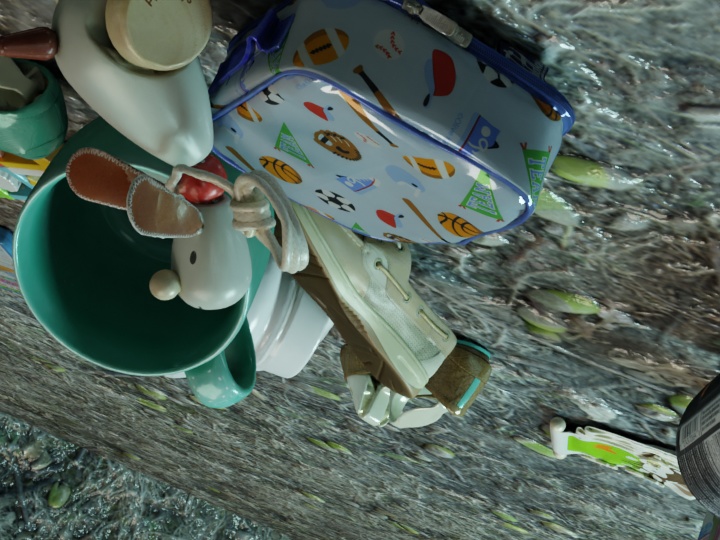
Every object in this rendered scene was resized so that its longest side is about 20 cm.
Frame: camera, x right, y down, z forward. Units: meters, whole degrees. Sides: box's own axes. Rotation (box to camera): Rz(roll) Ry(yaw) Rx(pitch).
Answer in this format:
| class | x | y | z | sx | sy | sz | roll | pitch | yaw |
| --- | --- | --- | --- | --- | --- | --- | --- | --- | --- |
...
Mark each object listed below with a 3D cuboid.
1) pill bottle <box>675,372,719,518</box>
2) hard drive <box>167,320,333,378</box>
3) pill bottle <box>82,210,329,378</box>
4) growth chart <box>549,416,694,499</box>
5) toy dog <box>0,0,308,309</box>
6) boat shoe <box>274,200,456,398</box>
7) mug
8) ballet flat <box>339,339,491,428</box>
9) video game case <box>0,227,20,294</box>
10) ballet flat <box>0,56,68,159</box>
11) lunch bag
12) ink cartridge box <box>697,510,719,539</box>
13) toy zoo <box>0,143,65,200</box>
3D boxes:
| class | x | y | z | sx | sy | sz | roll | pitch | yaw |
| --- | --- | --- | --- | --- | --- | --- | --- | --- | --- |
| pill bottle | 0.264 | 0.093 | 0.967 | 0.106 | 0.106 | 0.200 | 21 | 164 | 3 |
| hard drive | -0.097 | 0.056 | 1.351 | 0.132 | 0.027 | 0.200 | -4 | 165 | -12 |
| pill bottle | -0.126 | 0.002 | 1.148 | 0.200 | 0.114 | 0.114 | 22 | 165 | -17 |
| growth chart | 0.255 | 0.173 | 1.403 | 0.200 | 0.018 | 0.145 | 16 | 164 | 22 |
| toy dog | -0.116 | -0.066 | 0.791 | 0.132 | 0.096 | 0.200 | -8 | 105 | 68 |
| boat shoe | 0.000 | 0.000 | 1.087 | 0.072 | 0.065 | 0.200 | 22 | 152 | 56 |
| mug | -0.132 | -0.014 | 1.018 | 0.152 | 0.115 | 0.185 | 10 | 123 | 4 |
| ballet flat | 0.035 | 0.097 | 1.337 | 0.068 | 0.072 | 0.200 | 30 | 162 | -31 |
| video game case | -0.390 | -0.021 | 1.609 | 0.143 | 0.018 | 0.200 | 18 | 164 | 12 |
| ballet flat | -0.279 | -0.137 | 1.025 | 0.200 | 0.067 | 0.070 | 21 | 140 | 0 |
| lunch bag | 0.005 | -0.079 | 0.801 | 0.160 | 0.076 | 0.200 | 30 | 163 | -17 |
| ink cartridge box | 0.318 | 0.216 | 1.133 | 0.144 | 0.200 | 0.085 | 25 | 168 | -10 |
| toy zoo | -0.274 | -0.088 | 1.227 | 0.200 | 0.021 | 0.131 | 8 | 159 | 39 |
